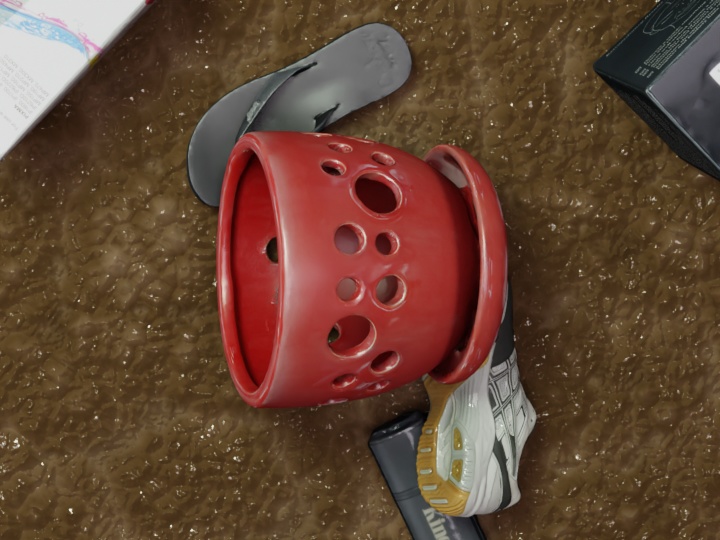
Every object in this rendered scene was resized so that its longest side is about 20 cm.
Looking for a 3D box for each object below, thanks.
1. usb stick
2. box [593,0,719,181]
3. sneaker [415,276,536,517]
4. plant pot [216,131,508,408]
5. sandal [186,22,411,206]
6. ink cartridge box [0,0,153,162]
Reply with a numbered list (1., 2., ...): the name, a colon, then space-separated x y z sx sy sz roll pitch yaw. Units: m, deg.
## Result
1. usb stick: 0.067 0.206 1.580 0.055 0.033 0.201 -25 101 0
2. box: 0.272 -0.155 1.446 0.148 0.200 0.107 -45 101 5
3. sneaker: 0.096 0.092 1.552 0.087 0.075 0.201 10 87 -40
4. plant pot: 0.000 0.000 1.454 0.182 0.200 0.202 1 100 -19
5. sandal: -0.052 -0.123 1.509 0.200 0.043 0.076 -37 100 3
6. ink cartridge box: -0.216 -0.184 1.435 0.200 0.148 0.086 -44 100 3
